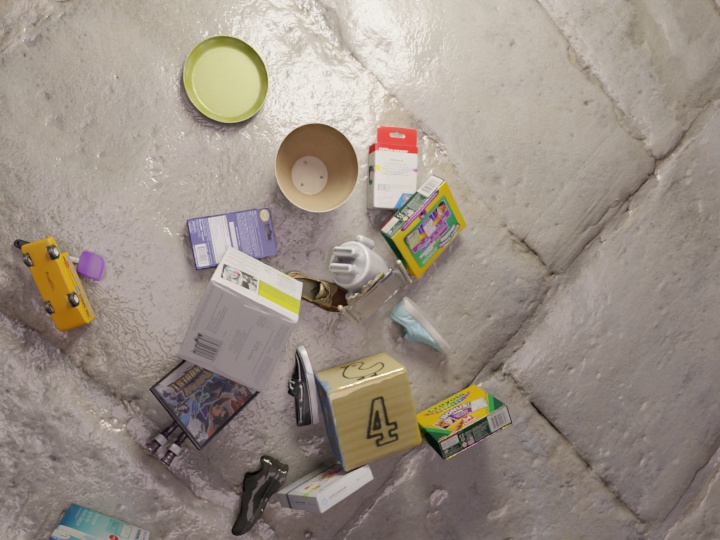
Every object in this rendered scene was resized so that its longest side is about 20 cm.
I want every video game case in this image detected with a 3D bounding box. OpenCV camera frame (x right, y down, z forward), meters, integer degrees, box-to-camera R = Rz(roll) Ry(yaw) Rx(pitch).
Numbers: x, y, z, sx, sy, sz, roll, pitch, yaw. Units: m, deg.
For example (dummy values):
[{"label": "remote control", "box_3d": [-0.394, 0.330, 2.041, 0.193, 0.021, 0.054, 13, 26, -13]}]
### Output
[{"label": "video game case", "box_3d": [-0.357, 0.280, 1.224, 0.200, 0.025, 0.182, -42, 103, -33]}]

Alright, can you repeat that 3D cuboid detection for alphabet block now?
[{"label": "alphabet block", "box_3d": [0.013, 0.336, 1.276, 0.197, 0.195, 0.200, -14, 98, -14]}]

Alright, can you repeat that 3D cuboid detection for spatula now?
[{"label": "spatula", "box_3d": [-0.675, -0.033, 1.170, 0.197, 0.021, 0.057, 19, 92, -14]}]

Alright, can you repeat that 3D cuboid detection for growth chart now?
[{"label": "growth chart", "box_3d": [0.038, 0.056, 1.256, 0.199, 0.145, 0.018, -38, 58, -7]}]

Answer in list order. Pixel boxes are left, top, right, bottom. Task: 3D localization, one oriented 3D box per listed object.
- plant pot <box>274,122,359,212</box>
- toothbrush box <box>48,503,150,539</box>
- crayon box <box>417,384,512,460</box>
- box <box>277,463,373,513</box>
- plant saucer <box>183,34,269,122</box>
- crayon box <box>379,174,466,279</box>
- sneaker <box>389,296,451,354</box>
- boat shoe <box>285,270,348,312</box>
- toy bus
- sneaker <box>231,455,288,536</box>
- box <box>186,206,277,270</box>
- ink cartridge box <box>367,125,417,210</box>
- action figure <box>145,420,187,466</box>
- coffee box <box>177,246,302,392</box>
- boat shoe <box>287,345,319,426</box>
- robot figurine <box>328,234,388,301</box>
[{"label": "plant pot", "box_3d": [-0.112, -0.236, 1.248, 0.197, 0.134, 0.204, 0, 92, -14]}, {"label": "toothbrush box", "box_3d": [-0.587, 0.623, 1.156, 0.198, 0.146, 0.086, 29, 86, -13]}, {"label": "crayon box", "box_3d": [0.258, 0.385, 1.341, 0.197, 0.172, 0.059, -23, 101, -13]}, {"label": "box", "box_3d": [-0.086, 0.509, 1.228, 0.154, 0.199, 0.042, -17, 85, -38]}, {"label": "plant saucer", "box_3d": [-0.318, -0.452, 1.240, 0.196, 0.031, 0.204, -1, 93, -14]}, {"label": "crayon box", "box_3d": [0.164, -0.108, 1.325, 0.200, 0.058, 0.173, -46, 135, -9]}, {"label": "sneaker", "box_3d": [0.156, 0.161, 1.376, 0.082, 0.074, 0.200, -41, 103, 14]}, {"label": "boat shoe", "box_3d": [-0.100, 0.058, 1.295, 0.197, 0.074, 0.077, 17, 88, -14]}, {"label": "toy bus", "box_3d": [-0.655, 0.029, 1.134, 0.064, 0.078, 0.203, -17, 104, -4]}, {"label": "sneaker", "box_3d": [-0.262, 0.550, 1.283, 0.090, 0.076, 0.201, 35, 77, -3]}, {"label": "box", "box_3d": [-0.307, -0.079, 1.257, 0.196, 0.032, 0.123, -10, 95, -12]}, {"label": "ink cartridge box", "box_3d": [0.081, -0.258, 1.331, 0.114, 0.067, 0.204, 2, 92, -15]}, {"label": "action figure", "box_3d": [-0.410, 0.353, 1.232, 0.130, 0.069, 0.200, 44, 67, -6]}, {"label": "coffee box", "box_3d": [-0.261, 0.103, 1.166, 0.198, 0.198, 0.201, 26, 109, -13]}, {"label": "boat shoe", "box_3d": [-0.150, 0.290, 1.297, 0.067, 0.072, 0.204, -10, 102, -15]}, {"label": "robot figurine", "box_3d": [0.000, 0.000, 1.273, 0.199, 0.111, 0.173, 32, 70, -58]}]
